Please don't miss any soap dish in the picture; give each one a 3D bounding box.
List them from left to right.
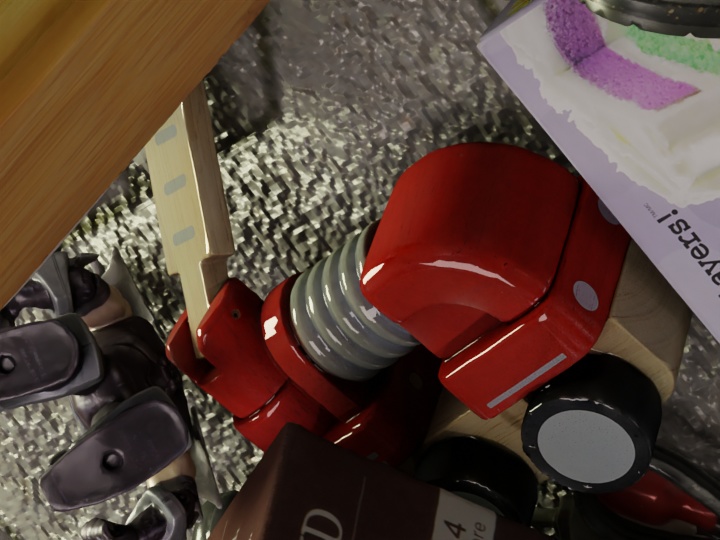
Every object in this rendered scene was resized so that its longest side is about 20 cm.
[{"bbox_3d":[-0.129,-0.095,0.938,0.157,0.200,0.081,34,164,20],"label":"soap dish"}]

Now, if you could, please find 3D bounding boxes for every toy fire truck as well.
[{"bbox_3d":[0.000,0.000,1.019,0.200,0.129,0.176,40,130,-16],"label":"toy fire truck"}]

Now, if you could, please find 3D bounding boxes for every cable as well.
[{"bbox_3d":[0.154,0.100,1.056,0.199,0.050,0.097,4,129,12],"label":"cable"}]

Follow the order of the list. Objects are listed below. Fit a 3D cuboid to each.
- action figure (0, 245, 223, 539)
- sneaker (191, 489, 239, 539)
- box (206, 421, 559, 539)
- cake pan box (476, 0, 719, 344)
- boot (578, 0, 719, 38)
[{"bbox_3d":[-0.100,0.048,1.060,0.069,0.200,0.130,-34,87,2],"label":"action figure"},{"bbox_3d":[-0.072,0.174,1.191,0.090,0.067,0.200,10,128,17],"label":"sneaker"},{"bbox_3d":[0.018,0.193,0.979,0.200,0.166,0.164,25,133,-11],"label":"box"},{"bbox_3d":[0.167,-0.052,0.932,0.184,0.052,0.200,-30,105,39],"label":"cake pan box"},{"bbox_3d":[0.142,-0.146,0.759,0.068,0.200,0.131,-133,30,-52],"label":"boot"}]
